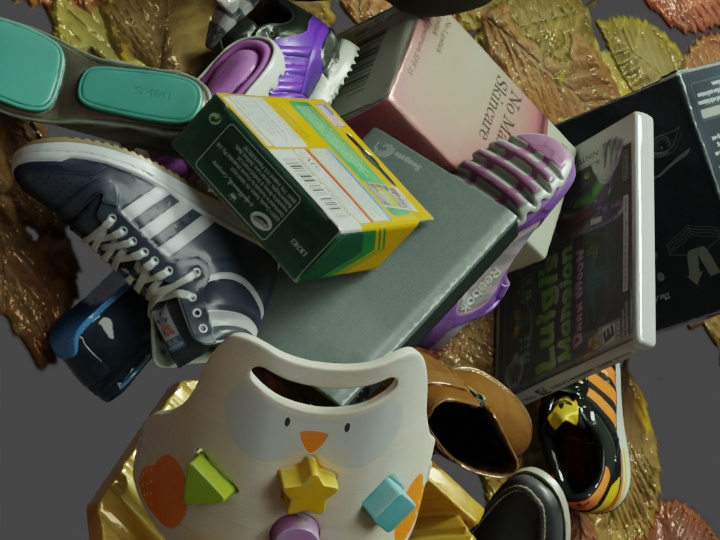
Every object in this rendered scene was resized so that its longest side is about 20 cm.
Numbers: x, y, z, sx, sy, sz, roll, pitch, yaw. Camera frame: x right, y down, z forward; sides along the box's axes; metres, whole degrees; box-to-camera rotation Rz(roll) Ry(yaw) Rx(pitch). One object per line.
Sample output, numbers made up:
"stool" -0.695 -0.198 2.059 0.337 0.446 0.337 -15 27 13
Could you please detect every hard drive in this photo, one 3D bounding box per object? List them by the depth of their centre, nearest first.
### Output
"hard drive" 0.000 0.000 1.544 0.200 0.139 0.033 -46 153 -23

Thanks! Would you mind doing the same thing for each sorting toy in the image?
"sorting toy" -0.037 0.110 1.356 0.198 0.181 0.107 5 41 -10

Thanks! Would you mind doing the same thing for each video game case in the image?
"video game case" 0.171 -0.006 1.734 0.023 0.181 0.202 18 61 -30

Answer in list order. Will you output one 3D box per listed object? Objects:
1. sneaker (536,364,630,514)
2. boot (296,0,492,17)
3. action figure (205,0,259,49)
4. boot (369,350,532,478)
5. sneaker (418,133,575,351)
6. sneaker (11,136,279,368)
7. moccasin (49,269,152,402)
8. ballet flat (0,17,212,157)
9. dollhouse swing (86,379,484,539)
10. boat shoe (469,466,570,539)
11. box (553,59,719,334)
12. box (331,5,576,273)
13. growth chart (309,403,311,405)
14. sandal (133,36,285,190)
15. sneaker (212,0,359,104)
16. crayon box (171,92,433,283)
"sneaker" 0.176 0.100 1.761 0.090 0.069 0.202 14 65 -71
"boot" 0.027 -0.289 1.694 0.201 0.184 0.065 -81 175 -46
"action figure" -0.066 -0.259 1.607 0.193 0.200 0.105 -33 110 -18
"boot" 0.082 0.111 1.578 0.199 0.155 0.077 36 87 -32
"sneaker" 0.089 -0.016 1.626 0.088 0.200 0.081 43 2 -45
"sneaker" -0.142 -0.006 1.395 0.199 0.070 0.109 23 61 -26
"moccasin" -0.134 0.018 1.485 0.200 0.080 0.069 -41 108 -33
"ballet flat" -0.197 -0.117 1.448 0.198 0.064 0.068 15 66 -1
"dollhouse swing" -0.050 0.173 1.447 0.177 0.180 0.200 60 41 -26
"boat shoe" 0.092 0.231 1.558 0.072 0.201 0.063 38 36 22
"box" 0.252 -0.051 1.829 0.117 0.196 0.202 -17 87 -50
"box" 0.063 -0.100 1.708 0.200 0.108 0.129 43 47 -27
"growth chart" -0.002 0.074 1.638 0.145 0.018 0.201 -43 109 -46
"sandal" -0.127 -0.103 1.511 0.203 0.082 0.050 -58 136 -34
"sneaker" -0.078 -0.131 1.607 0.099 0.069 0.201 42 43 -19
"crayon box" -0.035 -0.058 1.465 0.126 0.052 0.200 47 17 11
